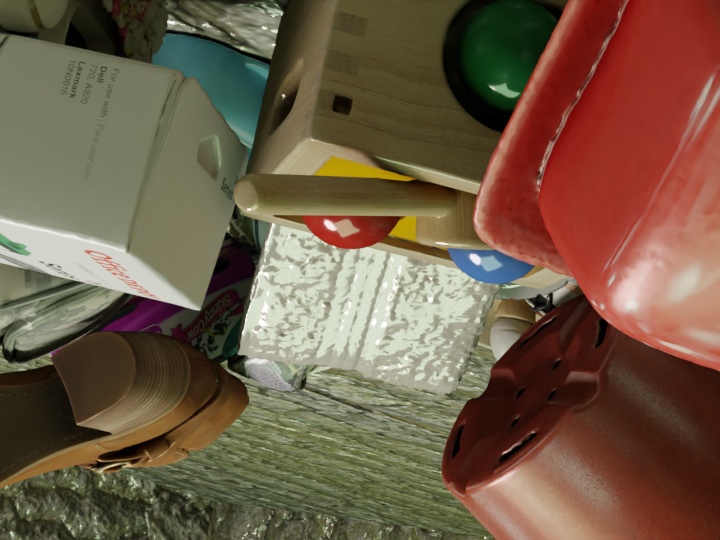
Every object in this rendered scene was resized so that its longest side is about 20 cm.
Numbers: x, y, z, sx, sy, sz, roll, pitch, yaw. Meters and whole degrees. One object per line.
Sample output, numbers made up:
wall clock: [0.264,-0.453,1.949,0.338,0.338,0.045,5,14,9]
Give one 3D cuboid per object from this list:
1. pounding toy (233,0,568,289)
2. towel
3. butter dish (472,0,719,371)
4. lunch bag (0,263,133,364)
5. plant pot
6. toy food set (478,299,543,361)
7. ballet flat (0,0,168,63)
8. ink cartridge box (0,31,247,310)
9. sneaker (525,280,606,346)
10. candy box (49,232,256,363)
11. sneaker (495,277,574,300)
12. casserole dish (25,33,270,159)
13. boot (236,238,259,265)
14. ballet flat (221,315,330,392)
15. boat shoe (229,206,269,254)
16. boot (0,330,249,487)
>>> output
pounding toy: [0.031,-0.055,0.824,0.183,0.143,0.200,14,168,-11]
towel: [0.017,-0.017,1.010,0.132,0.035,0.201,12,129,-8]
butter dish: [0.162,-0.026,0.670,0.199,0.148,0.200,15,128,-14]
lunch bag: [-0.190,-0.023,1.046,0.167,0.140,0.200,-5,173,-12]
plant pot: [0.165,0.127,1.110,0.195,0.201,0.201,42,159,-14]
toy food set: [0.172,0.052,1.359,0.143,0.061,0.200,22,167,-38]
ballet flat: [-0.133,-0.126,0.848,0.075,0.064,0.200,9,167,18]
ink cartridge box: [-0.166,-0.053,0.860,0.199,0.085,0.146,13,171,11]
sneaker: [0.130,0.007,1.167,0.199,0.080,0.074,15,169,-8]
candy box: [-0.127,0.034,1.237,0.136,0.061,0.200,-26,-173,-4]
sneaker: [0.119,-0.032,1.060,0.199,0.075,0.087,-2,151,26]
casserole dish: [-0.123,-0.091,1.058,0.199,0.039,0.121,3,165,33]
boot: [-0.011,0.011,1.284,0.199,0.091,0.073,2,165,38]
ballet flat: [0.000,0.000,1.088,0.072,0.072,0.200,19,127,-32]
boat shoe: [-0.057,-0.038,1.161,0.062,0.072,0.200,17,169,4]
boot: [-0.171,0.088,1.080,0.199,0.077,0.155,-27,162,14]
